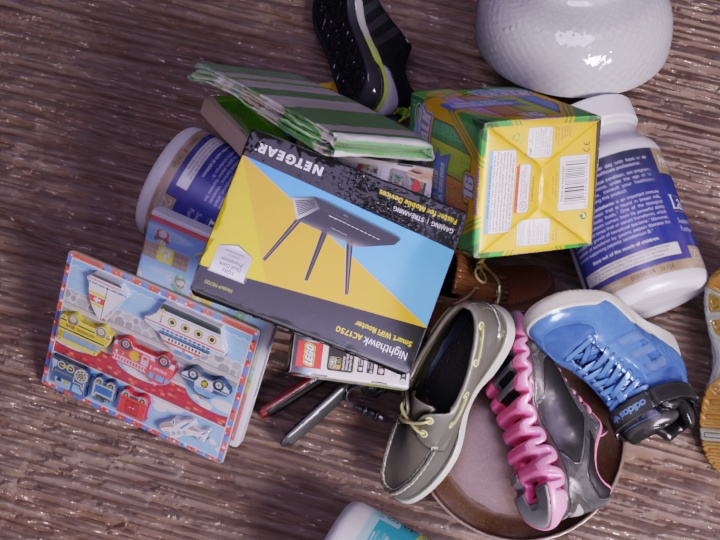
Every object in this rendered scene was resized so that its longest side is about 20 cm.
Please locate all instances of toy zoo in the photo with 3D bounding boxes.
[{"bbox_3d":[-0.040,-0.134,1.258,0.199,0.021,0.131,-15,51,-42],"label":"toy zoo"}]

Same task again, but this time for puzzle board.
[{"bbox_3d":[-0.202,0.083,1.214,0.199,0.017,0.151,22,117,9],"label":"puzzle board"}]

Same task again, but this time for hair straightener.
[{"bbox_3d":[0.004,0.111,1.239,0.200,0.041,0.077,-33,75,-11],"label":"hair straightener"}]

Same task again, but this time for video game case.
[{"bbox_3d":[-0.151,0.055,1.204,0.142,0.017,0.201,23,116,9],"label":"video game case"}]

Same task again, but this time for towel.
[{"bbox_3d":[-0.043,-0.145,1.178,0.200,0.152,0.023,30,112,36],"label":"towel"}]

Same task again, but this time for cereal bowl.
[{"bbox_3d":[0.211,-0.262,1.266,0.199,0.084,0.201,-1,45,1],"label":"cereal bowl"}]

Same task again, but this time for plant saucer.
[{"bbox_3d":[0.149,0.156,1.215,0.199,0.037,0.201,-1,74,3],"label":"plant saucer"}]

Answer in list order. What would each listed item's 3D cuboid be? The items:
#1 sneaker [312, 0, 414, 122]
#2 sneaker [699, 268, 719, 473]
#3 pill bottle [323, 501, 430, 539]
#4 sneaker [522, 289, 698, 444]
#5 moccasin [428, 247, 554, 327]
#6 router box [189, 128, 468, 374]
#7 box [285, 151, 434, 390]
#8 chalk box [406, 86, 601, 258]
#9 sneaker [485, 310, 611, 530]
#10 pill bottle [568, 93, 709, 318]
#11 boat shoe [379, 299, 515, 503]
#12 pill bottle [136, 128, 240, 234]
[{"bbox_3d":[0.008,-0.236,1.330,0.083,0.072,0.201,8,59,-35],"label":"sneaker"},{"bbox_3d":[0.363,0.091,1.205,0.075,0.088,0.201,4,97,25],"label":"sneaker"},{"bbox_3d":[0.053,0.297,1.140,0.199,0.111,0.111,28,77,9],"label":"pill bottle"},{"bbox_3d":[0.230,0.093,1.149,0.077,0.199,0.112,-37,48,30],"label":"sneaker"},{"bbox_3d":[0.088,0.010,1.223,0.200,0.078,0.074,3,38,-8],"label":"moccasin"},{"bbox_3d":[-0.027,-0.014,1.104,0.199,0.051,0.150,21,82,-2],"label":"router box"},{"bbox_3d":[0.000,0.000,1.153,0.109,0.035,0.201,9,82,-7],"label":"box"},{"bbox_3d":[0.118,-0.102,1.211,0.123,0.200,0.125,-6,109,-22],"label":"chalk box"},{"bbox_3d":[0.176,0.133,1.175,0.095,0.079,0.201,-4,73,-22],"label":"sneaker"},{"bbox_3d":[0.246,-0.058,1.230,0.115,0.116,0.201,-17,74,-2],"label":"pill bottle"},{"bbox_3d":[0.066,0.117,1.160,0.072,0.060,0.202,33,100,38],"label":"boat shoe"},{"bbox_3d":[-0.103,-0.043,1.233,0.199,0.116,0.116,28,77,6],"label":"pill bottle"}]
